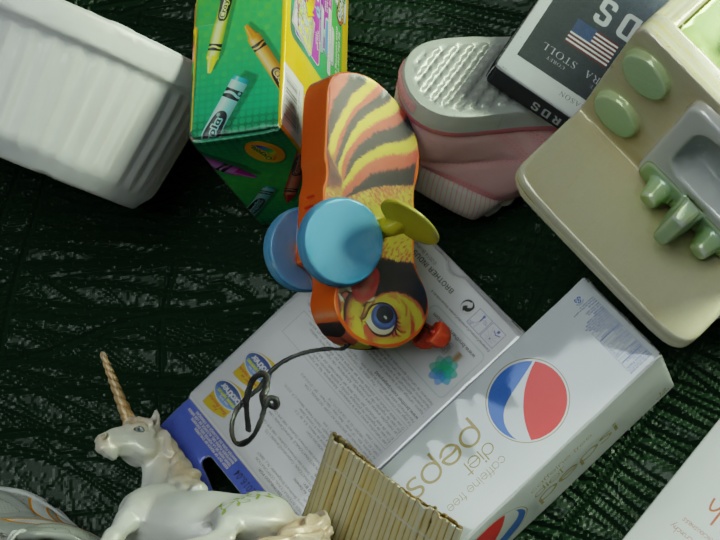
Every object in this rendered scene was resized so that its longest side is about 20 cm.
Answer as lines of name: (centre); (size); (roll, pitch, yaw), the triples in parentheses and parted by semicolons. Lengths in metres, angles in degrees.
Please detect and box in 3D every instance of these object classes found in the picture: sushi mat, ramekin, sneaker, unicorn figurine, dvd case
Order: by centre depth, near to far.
sushi mat: (-0.013, 0.196, 0.964); (0.095, 0.012, 0.201); (31, 111, 30)
unicorn figurine: (-0.100, 0.134, 0.968); (0.199, 0.074, 0.137); (18, 33, 26)
dvd case: (0.181, -0.142, 1.017); (0.150, 0.025, 0.201); (33, 68, 1)
sneaker: (-0.191, 0.164, 1.042); (0.199, 0.092, 0.076); (14, 76, 22)
sneaker: (0.109, -0.082, 1.054); (0.198, 0.105, 0.076); (0, 58, -14)
ramekin: (-0.190, -0.109, 1.088); (0.201, 0.202, 0.095); (21, 90, 23)

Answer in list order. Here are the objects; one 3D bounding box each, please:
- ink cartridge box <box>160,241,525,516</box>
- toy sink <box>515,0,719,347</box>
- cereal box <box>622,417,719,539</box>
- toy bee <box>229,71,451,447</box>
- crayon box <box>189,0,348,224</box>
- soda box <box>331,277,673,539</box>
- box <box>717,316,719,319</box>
ink cartridge box: (-0.012, 0.071, 1.047); (0.200, 0.042, 0.119); (-42, 63, -3)
toy sink: (0.197, -0.081, 0.926); (0.200, 0.112, 0.130); (-41, 83, -20)
cereal box: (0.207, 0.168, 0.942); (0.144, 0.040, 0.200); (37, 85, 24)
toy bee: (0.000, 0.000, 1.000); (0.201, 0.108, 0.131); (-69, 24, 10)
crayon box: (-0.051, -0.144, 1.087); (0.058, 0.119, 0.202); (-6, 67, 16)
soda box: (0.076, 0.101, 0.992); (0.200, 0.068, 0.064); (-43, 66, 0)
box: (0.274, -0.016, 0.987); (0.198, 0.041, 0.039); (-14, 67, 12)
